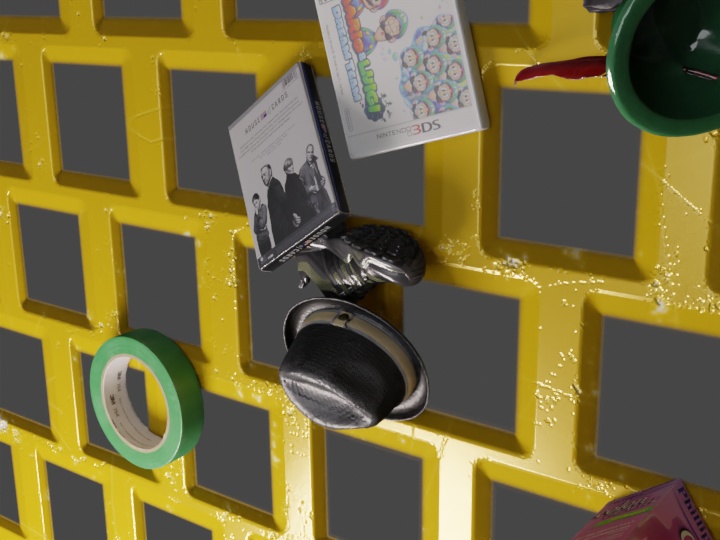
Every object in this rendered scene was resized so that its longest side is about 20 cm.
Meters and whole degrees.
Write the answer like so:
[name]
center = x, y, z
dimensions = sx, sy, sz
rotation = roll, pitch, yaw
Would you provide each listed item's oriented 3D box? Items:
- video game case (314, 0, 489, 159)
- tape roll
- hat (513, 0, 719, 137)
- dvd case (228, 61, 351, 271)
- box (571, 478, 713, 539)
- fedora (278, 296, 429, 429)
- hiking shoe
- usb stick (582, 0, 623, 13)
[video game case]
center = 0.041, -0.236, 1.088
dimensions = 0.181, 0.024, 0.202
rotation = -8, 98, 38
[tape roll]
center = -0.316, 0.188, 1.471
dimensions = 0.199, 0.048, 0.203
rotation = 12, 111, 35
[hat]
center = 0.263, -0.228, 0.910
dimensions = 0.177, 0.198, 0.167
rotation = -110, 14, -58
[dvd case]
center = -0.088, -0.121, 1.180
dimensions = 0.150, 0.025, 0.202
rotation = -33, 62, 39
[box]
center = 0.277, 0.329, 0.958
dimensions = 0.096, 0.199, 0.177
rotation = -32, 83, 38
[fedora]
center = -0.022, 0.127, 1.164
dimensions = 0.199, 0.092, 0.202
rotation = 22, 137, 22
[hiking shoe]
center = 0.000, 0.000, 1.167
dimensions = 0.199, 0.075, 0.102
rotation = 18, 122, 42
[usb stick]
center = 0.225, -0.337, 0.912
dimensions = 0.055, 0.032, 0.202
rotation = 8, 108, 44
